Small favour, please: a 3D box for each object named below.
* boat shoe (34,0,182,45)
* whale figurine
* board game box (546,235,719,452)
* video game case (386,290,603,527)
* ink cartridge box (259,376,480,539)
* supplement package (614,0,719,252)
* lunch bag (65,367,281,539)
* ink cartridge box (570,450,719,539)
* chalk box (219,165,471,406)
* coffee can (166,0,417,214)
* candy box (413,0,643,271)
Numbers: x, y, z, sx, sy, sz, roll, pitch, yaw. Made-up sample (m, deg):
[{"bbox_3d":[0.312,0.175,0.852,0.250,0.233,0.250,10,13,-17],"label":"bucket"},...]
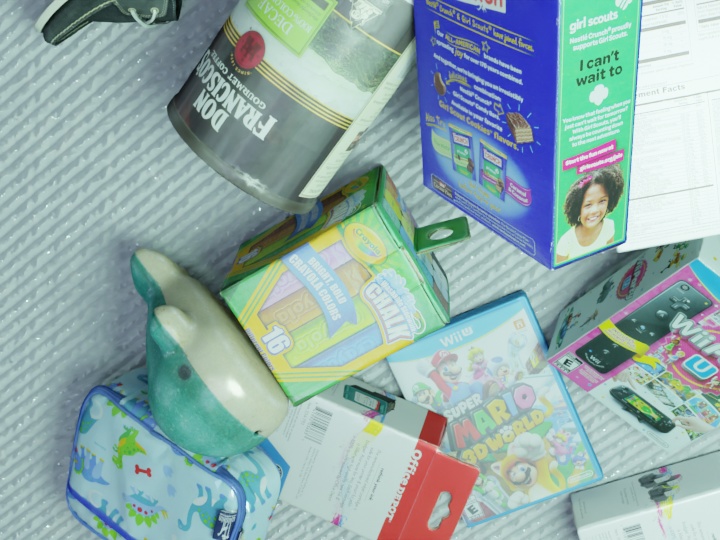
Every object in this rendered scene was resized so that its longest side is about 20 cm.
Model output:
[{"bbox_3d":[-0.178,-0.231,0.967,0.198,0.072,0.068,-25,102,10],"label":"boat shoe"},{"bbox_3d":[-0.148,0.074,1.012,0.104,0.159,0.200,-41,63,4],"label":"whale figurine"},{"bbox_3d":[0.275,0.056,0.988,0.147,0.065,0.200,36,139,-8],"label":"board game box"},{"bbox_3d":[0.125,0.133,1.099,0.142,0.018,0.201,-22,106,12],"label":"video game case"},{"bbox_3d":[0.004,0.174,1.084,0.198,0.067,0.117,23,111,4],"label":"ink cartridge box"},{"bbox_3d":[0.242,-0.142,0.889,0.149,0.152,0.202,-10,108,6],"label":"supplement package"},{"bbox_3d":[-0.175,0.201,1.077,0.199,0.082,0.162,32,120,21],"label":"lunch bag"},{"bbox_3d":[0.310,0.245,1.097,0.198,0.068,0.116,-18,107,11],"label":"ink cartridge box"},{"bbox_3d":[0.000,0.000,1.007,0.199,0.125,0.124,-30,105,12],"label":"chalk box"},{"bbox_3d":[-0.041,-0.169,0.939,0.146,0.147,0.201,35,108,-8],"label":"coffee can"},{"bbox_3d":[0.113,-0.129,0.832,0.076,0.169,0.202,-21,126,-23],"label":"candy box"}]
